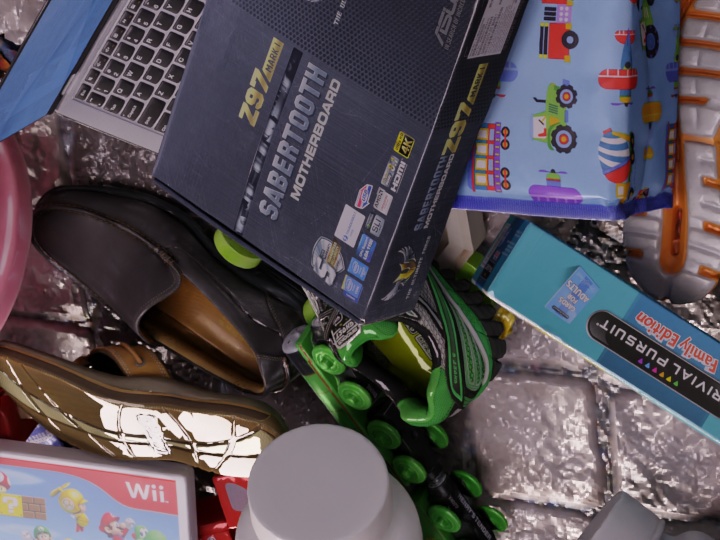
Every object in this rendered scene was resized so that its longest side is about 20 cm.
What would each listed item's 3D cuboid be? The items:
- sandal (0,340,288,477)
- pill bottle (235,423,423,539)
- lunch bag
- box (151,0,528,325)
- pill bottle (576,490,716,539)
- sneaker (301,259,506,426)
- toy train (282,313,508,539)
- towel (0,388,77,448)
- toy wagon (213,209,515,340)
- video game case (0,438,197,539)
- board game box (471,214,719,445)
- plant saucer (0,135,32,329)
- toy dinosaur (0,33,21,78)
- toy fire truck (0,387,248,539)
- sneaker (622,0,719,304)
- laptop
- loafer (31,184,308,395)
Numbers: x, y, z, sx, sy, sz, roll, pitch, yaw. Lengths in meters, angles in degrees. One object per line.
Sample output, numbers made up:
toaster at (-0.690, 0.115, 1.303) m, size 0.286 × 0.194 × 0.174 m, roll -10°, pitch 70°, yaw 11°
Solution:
sandal at (-0.130, 0.074, 1.688) m, size 0.199 × 0.054 × 0.081 m, roll 10°, pitch 143°, yaw 19°
pill bottle at (-0.015, 0.180, 1.663) m, size 0.110 × 0.111 × 0.201 m, roll 15°, pitch 146°, yaw 17°
lunch bag at (0.059, -0.110, 1.461) m, size 0.199 × 0.094 × 0.152 m, roll 4°, pitch 97°, yaw 25°
box at (-0.012, -0.097, 1.433) m, size 0.157 × 0.051 × 0.201 m, roll 35°, pitch 118°, yaw 28°
pill bottle at (0.202, 0.224, 1.625) m, size 0.200 × 0.114 × 0.114 m, roll 38°, pitch 125°, yaw 3°
sneaker at (0.000, 0.000, 1.572) m, size 0.200 × 0.085 × 0.078 m, roll 47°, pitch 124°, yaw -4°
toy train at (0.019, 0.101, 1.666) m, size 0.056 × 0.042 × 0.200 m, roll -7°, pitch 127°, yaw 46°
towel at (-0.218, 0.168, 1.847) m, size 0.144 × 0.024 × 0.201 m, roll -27°, pitch 102°, yaw 34°
toy wagon at (0.010, -0.027, 1.629) m, size 0.200 × 0.040 × 0.155 m, roll 39°, pitch 125°, yaw 1°
video game case at (-0.168, 0.203, 1.761) m, size 0.142 × 0.017 × 0.201 m, roll 7°, pitch 117°, yaw 15°
board game box at (0.157, 0.044, 1.515) m, size 0.199 × 0.151 × 0.047 m, roll 33°, pitch 92°, yaw -2°
plant saucer at (-0.286, -0.018, 1.695) m, size 0.199 × 0.051 × 0.202 m, roll -10°, pitch 72°, yaw 34°
toy dinosaur at (-0.133, -0.155, 1.588) m, size 0.200 × 0.105 × 0.182 m, roll 36°, pitch 124°, yaw 3°
toy fire truck at (-0.143, 0.125, 1.758) m, size 0.199 × 0.049 × 0.142 m, roll -13°, pitch 109°, yaw 19°
sneaker at (0.182, -0.086, 1.500) m, size 0.078 × 0.077 × 0.202 m, roll 12°, pitch 102°, yaw 26°
laptop at (-0.092, -0.123, 1.492) m, size 0.199 × 0.116 × 0.188 m, roll 21°, pitch 117°, yaw -27°
loafer at (-0.117, 0.010, 1.687) m, size 0.199 × 0.072 × 0.073 m, roll 24°, pitch 124°, yaw 12°
